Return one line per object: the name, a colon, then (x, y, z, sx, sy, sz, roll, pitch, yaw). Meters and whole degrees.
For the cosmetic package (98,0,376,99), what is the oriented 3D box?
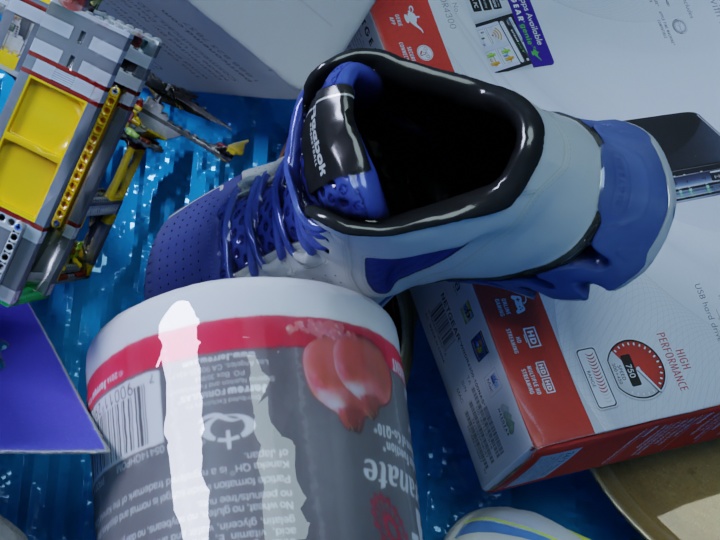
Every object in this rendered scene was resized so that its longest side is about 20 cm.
cosmetic package: (-0.059, -0.194, 0.927, 0.165, 0.165, 0.201, 38, 78, -27)

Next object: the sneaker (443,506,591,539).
sneaker: (0.121, 0.146, 0.893, 0.200, 0.105, 0.076, 40, 57, 6)

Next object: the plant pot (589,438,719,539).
plant pot: (0.171, 0.043, 0.991, 0.199, 0.028, 0.201, 5, 66, -11)

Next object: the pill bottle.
pill bottle: (-0.031, 0.113, 0.802, 0.110, 0.111, 0.201, 1, 65, -18)

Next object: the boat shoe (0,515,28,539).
boat shoe: (-0.147, 0.105, 0.848, 0.069, 0.071, 0.201, -13, 65, -22)

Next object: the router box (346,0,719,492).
router box: (0.098, -0.030, 0.949, 0.178, 0.049, 0.201, -11, 70, -27)

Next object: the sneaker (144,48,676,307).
sneaker: (-0.004, -0.029, 0.837, 0.115, 0.198, 0.081, 29, 56, -51)

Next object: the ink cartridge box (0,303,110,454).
ink cartridge box: (-0.201, 0.015, 0.830, 0.199, 0.044, 0.198, -2, 19, -19)

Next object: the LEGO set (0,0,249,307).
LEGO set: (-0.135, -0.069, 0.860, 0.153, 0.200, 0.116, 26, 95, 13)

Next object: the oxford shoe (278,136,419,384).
oxford shoe: (0.000, 0.000, 0.953, 0.070, 0.075, 0.201, 10, 59, -13)
